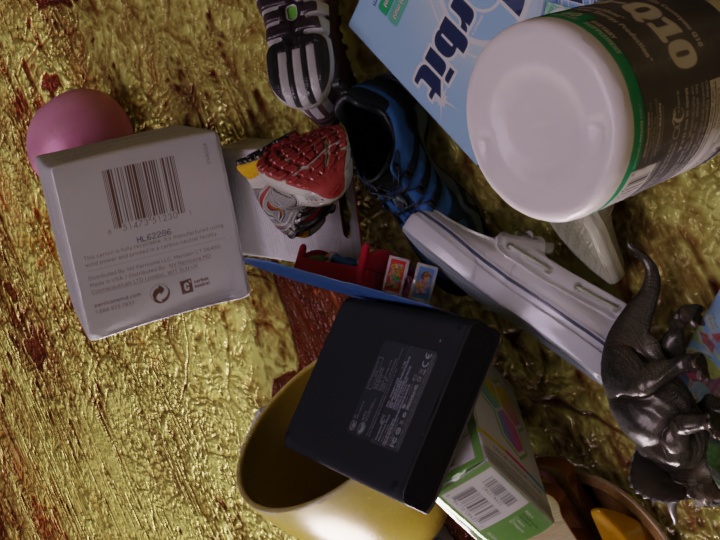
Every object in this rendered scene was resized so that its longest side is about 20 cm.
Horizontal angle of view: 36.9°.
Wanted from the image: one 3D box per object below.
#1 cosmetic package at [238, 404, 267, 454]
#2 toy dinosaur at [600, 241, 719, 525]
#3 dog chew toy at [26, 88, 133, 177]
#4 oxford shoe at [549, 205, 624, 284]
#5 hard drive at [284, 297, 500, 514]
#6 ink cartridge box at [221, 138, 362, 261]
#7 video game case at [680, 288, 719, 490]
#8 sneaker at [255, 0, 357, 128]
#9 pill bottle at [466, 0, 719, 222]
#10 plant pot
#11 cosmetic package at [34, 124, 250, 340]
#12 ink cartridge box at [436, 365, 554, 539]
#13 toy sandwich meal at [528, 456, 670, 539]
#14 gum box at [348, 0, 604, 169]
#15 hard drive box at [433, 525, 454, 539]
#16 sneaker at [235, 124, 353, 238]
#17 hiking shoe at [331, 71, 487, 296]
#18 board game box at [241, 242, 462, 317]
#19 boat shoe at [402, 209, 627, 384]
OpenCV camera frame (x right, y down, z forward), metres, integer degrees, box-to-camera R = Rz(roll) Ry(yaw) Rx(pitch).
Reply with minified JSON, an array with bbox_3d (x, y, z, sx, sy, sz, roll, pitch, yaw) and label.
[{"bbox_3d":[-0.049,0.239,1.158,0.200,0.050,0.083,48,137,23],"label":"cosmetic package"},{"bbox_3d":[0.206,0.085,0.754,0.102,0.076,0.202,-28,87,43],"label":"toy dinosaur"},{"bbox_3d":[-0.294,-0.105,1.239,0.124,0.124,0.202,-34,88,49],"label":"dog chew toy"},{"bbox_3d":[0.152,-0.072,0.765,0.201,0.057,0.075,58,169,-30],"label":"oxford shoe"},{"bbox_3d":[0.017,0.097,0.853,0.199,0.033,0.141,8,72,60],"label":"hard drive"},{"bbox_3d":[-0.056,-0.067,1.037,0.198,0.050,0.111,8,112,45],"label":"ink cartridge box"},{"bbox_3d":[0.305,0.104,0.726,0.200,0.022,0.184,42,133,29],"label":"video game case"},{"bbox_3d":[-0.044,-0.213,0.948,0.074,0.116,0.204,-8,69,16],"label":"sneaker"},{"bbox_3d":[0.165,-0.108,0.654,0.112,0.198,0.115,22,122,40],"label":"pill bottle"},{"bbox_3d":[0.007,0.183,0.989,0.198,0.201,0.143,-5,131,49],"label":"plant pot"},{"bbox_3d":[-0.225,-0.048,1.099,0.200,0.165,0.169,-155,52,-68],"label":"cosmetic package"},{"bbox_3d":[0.086,0.114,0.878,0.059,0.104,0.202,-31,37,17],"label":"ink cartridge box"},{"bbox_3d":[0.179,0.252,0.892,0.203,0.070,0.209,22,122,41],"label":"toy sandwich meal"},{"bbox_3d":[0.092,-0.193,0.821,0.201,0.044,0.171,50,137,22],"label":"gum box"},{"bbox_3d":[0.077,0.376,1.057,0.201,0.076,0.156,54,138,16],"label":"hard drive box"},{"bbox_3d":[-0.044,-0.071,0.907,0.083,0.077,0.200,63,169,-13],"label":"sneaker"},{"bbox_3d":[0.036,-0.066,0.899,0.074,0.086,0.202,-31,83,40],"label":"hiking shoe"},{"bbox_3d":[0.000,0.000,0.914,0.197,0.158,0.040,16,85,6],"label":"board game box"},{"bbox_3d":[0.127,0.004,0.835,0.199,0.067,0.074,37,175,9],"label":"boat shoe"}]
